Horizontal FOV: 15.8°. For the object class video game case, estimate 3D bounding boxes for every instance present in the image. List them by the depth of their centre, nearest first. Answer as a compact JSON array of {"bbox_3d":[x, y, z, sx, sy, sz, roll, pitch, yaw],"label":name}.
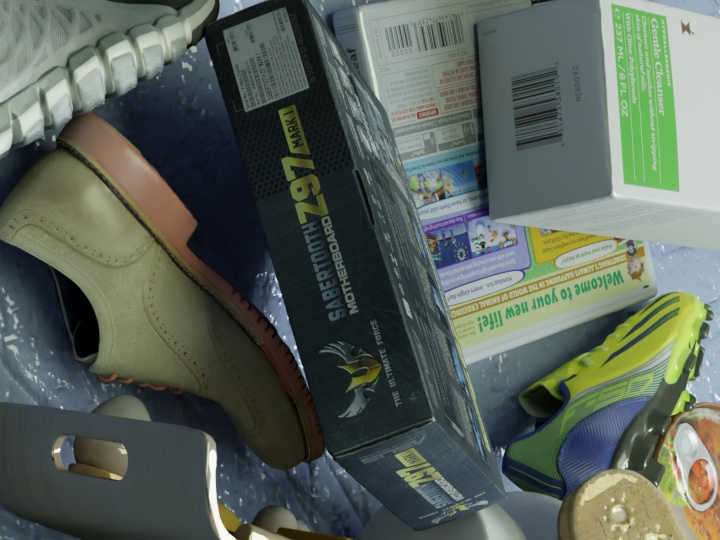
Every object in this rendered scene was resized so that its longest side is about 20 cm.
[{"bbox_3d":[0.073,-0.055,1.316,0.200,0.022,0.183,-17,97,-48],"label":"video game case"}]

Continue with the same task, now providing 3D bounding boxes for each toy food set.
[{"bbox_3d":[-0.042,0.099,1.076,0.200,0.143,0.061,25,75,-42],"label":"toy food set"}]

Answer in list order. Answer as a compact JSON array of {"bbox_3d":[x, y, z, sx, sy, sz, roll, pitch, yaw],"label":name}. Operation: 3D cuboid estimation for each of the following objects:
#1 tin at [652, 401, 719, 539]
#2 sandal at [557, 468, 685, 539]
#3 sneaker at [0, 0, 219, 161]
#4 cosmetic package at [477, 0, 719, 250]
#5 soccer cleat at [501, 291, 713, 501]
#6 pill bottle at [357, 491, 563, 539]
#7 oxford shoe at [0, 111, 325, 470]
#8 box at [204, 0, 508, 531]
[{"bbox_3d":[0.194,0.167,1.407,0.112,0.042,0.201,-42,115,-46],"label":"tin"},{"bbox_3d":[0.156,0.180,1.129,0.077,0.070,0.212,-24,81,-23],"label":"sandal"},{"bbox_3d":[-0.144,-0.115,1.052,0.200,0.075,0.116,-38,110,-42],"label":"sneaker"},{"bbox_3d":[0.154,-0.073,1.331,0.199,0.085,0.108,3,79,-47],"label":"cosmetic package"},{"bbox_3d":[0.128,0.058,1.329,0.200,0.083,0.065,-52,151,-57],"label":"soccer cleat"},{"bbox_3d":[0.090,0.172,1.232,0.200,0.119,0.120,26,66,-42],"label":"pill bottle"},{"bbox_3d":[-0.087,0.024,1.113,0.074,0.071,0.200,-44,120,-13],"label":"oxford shoe"},{"bbox_3d":[0.000,0.000,1.115,0.158,0.051,0.201,47,25,-69],"label":"box"}]
